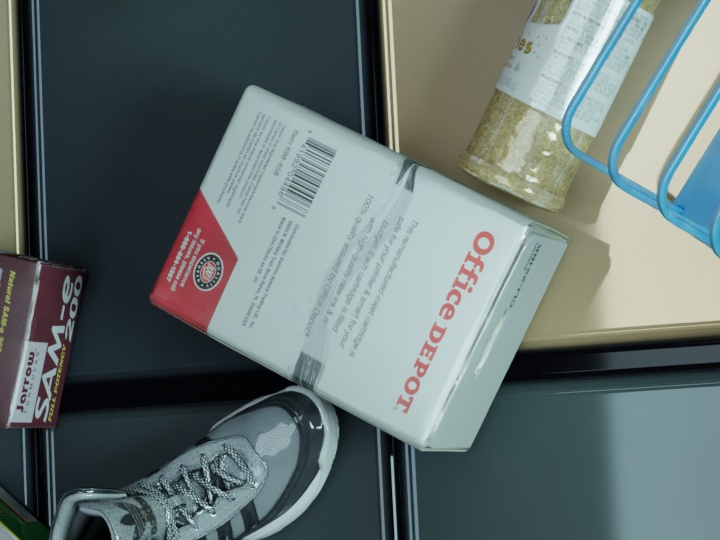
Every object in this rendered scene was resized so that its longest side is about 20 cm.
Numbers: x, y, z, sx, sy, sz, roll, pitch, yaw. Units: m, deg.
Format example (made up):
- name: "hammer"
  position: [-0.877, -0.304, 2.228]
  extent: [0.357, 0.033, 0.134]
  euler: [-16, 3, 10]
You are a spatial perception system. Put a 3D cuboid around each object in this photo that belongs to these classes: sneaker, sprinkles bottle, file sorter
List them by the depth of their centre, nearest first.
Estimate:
- name: "file sorter"
  position: [0.217, -0.064, 1.047]
  extent: [0.139, 0.123, 0.200]
  euler: [-59, 36, 9]
- name: "sprinkles bottle"
  position: [0.127, -0.135, 1.166]
  extent: [0.068, 0.068, 0.200]
  euler: [28, 97, 23]
- name: "sneaker"
  position: [-0.106, 0.139, 1.219]
  extent: [0.200, 0.114, 0.076]
  euler: [-39, 73, 16]

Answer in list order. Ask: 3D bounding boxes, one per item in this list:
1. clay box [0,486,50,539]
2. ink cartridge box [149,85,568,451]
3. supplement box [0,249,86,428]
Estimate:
- name: "clay box"
  position: [-0.294, 0.222, 1.329]
  extent: [0.115, 0.048, 0.200]
  euler: [38, 102, 21]
- name: "ink cartridge box"
  position: [0.000, 0.000, 1.201]
  extent: [0.200, 0.084, 0.144]
  euler: [28, 96, 23]
- name: "supplement box"
  position: [-0.285, 0.031, 1.334]
  extent: [0.200, 0.061, 0.109]
  euler: [12, 91, 24]
